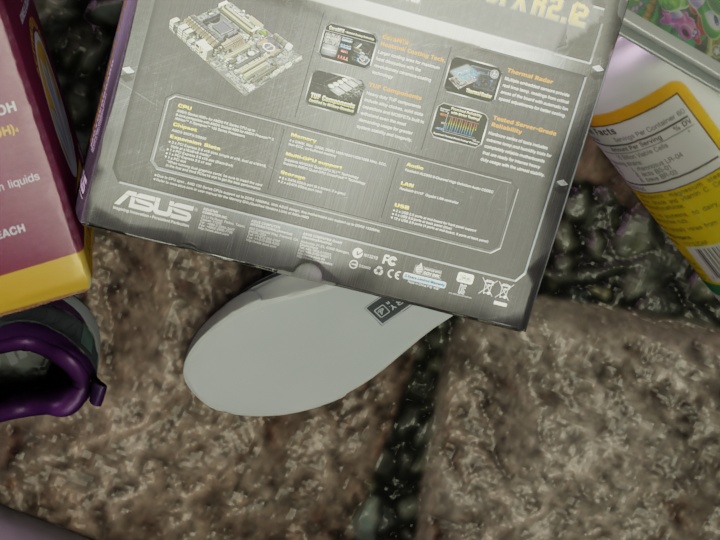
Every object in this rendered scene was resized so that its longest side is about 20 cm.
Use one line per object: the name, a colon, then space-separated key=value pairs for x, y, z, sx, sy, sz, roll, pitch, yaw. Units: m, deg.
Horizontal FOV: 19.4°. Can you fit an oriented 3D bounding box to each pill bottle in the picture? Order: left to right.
pill bottle: x=0.164 y=-0.086 z=1.010 sx=0.113 sy=0.113 sz=0.200 roll=-41 pitch=110 yaw=0

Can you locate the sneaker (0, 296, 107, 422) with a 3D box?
sneaker: x=-0.216 y=0.040 z=0.965 sx=0.198 sy=0.088 sz=0.075 roll=-3 pitch=106 yaw=-13

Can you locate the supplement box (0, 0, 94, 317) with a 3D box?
supplement box: x=-0.189 y=-0.088 z=0.910 sx=0.102 sy=0.131 sz=0.201 roll=-16 pitch=109 yaw=0

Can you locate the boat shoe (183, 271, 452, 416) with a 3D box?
boat shoe: x=0.000 y=0.000 z=1.020 sx=0.199 sy=0.068 sz=0.072 roll=-33 pitch=119 yaw=20

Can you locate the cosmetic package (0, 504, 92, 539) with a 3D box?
cosmetic package: x=-0.204 y=0.153 z=0.990 sx=0.199 sy=0.107 sz=0.091 roll=27 pitch=97 yaw=-17

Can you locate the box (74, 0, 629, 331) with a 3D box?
box: x=-0.004 y=-0.075 z=0.875 sx=0.198 sy=0.048 sz=0.160 roll=13 pitch=104 yaw=-12

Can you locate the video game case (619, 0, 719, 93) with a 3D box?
video game case: x=0.176 y=-0.150 z=0.947 sx=0.199 sy=0.018 sz=0.144 roll=27 pitch=72 yaw=-16
